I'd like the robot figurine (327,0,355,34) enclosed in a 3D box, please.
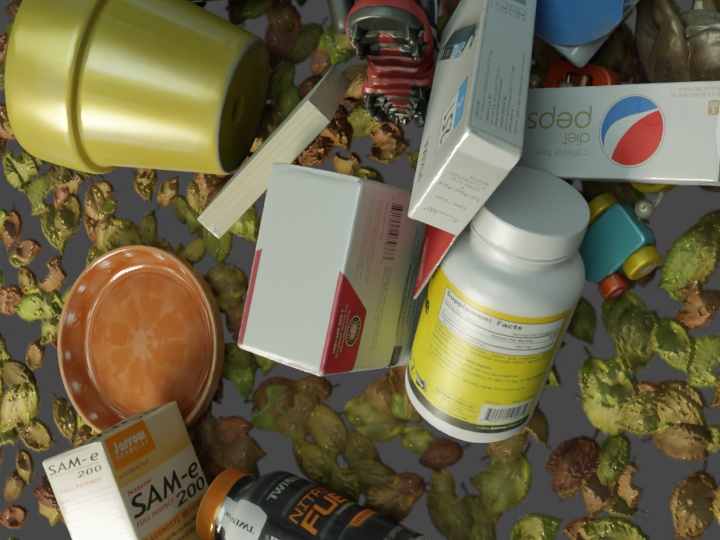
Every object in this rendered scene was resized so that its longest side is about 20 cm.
[{"bbox_3d":[-0.009,-0.311,0.815,0.124,0.150,0.202,6,112,50],"label":"robot figurine"}]

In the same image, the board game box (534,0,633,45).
[{"bbox_3d":[0.153,-0.265,0.668,0.158,0.039,0.202,44,144,50],"label":"board game box"}]

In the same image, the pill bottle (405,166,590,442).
[{"bbox_3d":[0.105,0.027,0.725,0.112,0.112,0.201,31,131,22],"label":"pill bottle"}]

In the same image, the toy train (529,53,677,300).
[{"bbox_3d":[0.196,-0.079,0.768,0.150,0.055,0.202,16,102,43],"label":"toy train"}]

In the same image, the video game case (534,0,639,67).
[{"bbox_3d":[0.178,-0.277,0.748,0.183,0.022,0.200,-50,42,15],"label":"video game case"}]

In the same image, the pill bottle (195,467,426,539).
[{"bbox_3d":[-0.048,0.245,0.834,0.199,0.106,0.107,19,96,24],"label":"pill bottle"}]

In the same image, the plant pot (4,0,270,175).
[{"bbox_3d":[-0.194,-0.175,0.879,0.187,0.201,0.203,18,95,8],"label":"plant pot"}]

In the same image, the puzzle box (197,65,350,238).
[{"bbox_3d":[-0.068,-0.109,0.814,0.025,0.200,0.133,42,108,-10],"label":"puzzle box"}]

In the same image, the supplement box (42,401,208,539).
[{"bbox_3d":[-0.194,0.239,0.872,0.073,0.126,0.202,-20,92,23],"label":"supplement box"}]

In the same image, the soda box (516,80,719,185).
[{"bbox_3d":[0.185,-0.100,0.697,0.199,0.063,0.069,7,96,43],"label":"soda box"}]

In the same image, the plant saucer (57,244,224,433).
[{"bbox_3d":[-0.223,0.076,0.961,0.199,0.032,0.202,-1,87,24],"label":"plant saucer"}]

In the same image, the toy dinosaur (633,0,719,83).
[{"bbox_3d":[0.270,-0.157,0.723,0.199,0.085,0.137,32,133,37],"label":"toy dinosaur"}]

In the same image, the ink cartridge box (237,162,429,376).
[{"bbox_3d":[0.000,0.000,0.771,0.083,0.200,0.147,13,94,27],"label":"ink cartridge box"}]

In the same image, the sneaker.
[{"bbox_3d":[0.034,-0.190,0.774,0.070,0.201,0.099,5,74,9],"label":"sneaker"}]

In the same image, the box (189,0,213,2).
[{"bbox_3d":[-0.149,-0.355,0.877,0.159,0.044,0.202,4,122,29],"label":"box"}]

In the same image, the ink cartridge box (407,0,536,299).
[{"bbox_3d":[0.069,-0.107,0.693,0.044,0.201,0.177,20,141,-10],"label":"ink cartridge box"}]
